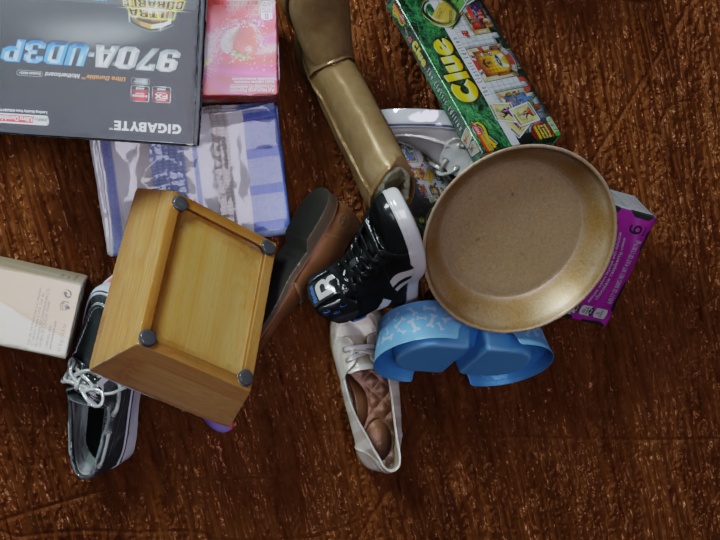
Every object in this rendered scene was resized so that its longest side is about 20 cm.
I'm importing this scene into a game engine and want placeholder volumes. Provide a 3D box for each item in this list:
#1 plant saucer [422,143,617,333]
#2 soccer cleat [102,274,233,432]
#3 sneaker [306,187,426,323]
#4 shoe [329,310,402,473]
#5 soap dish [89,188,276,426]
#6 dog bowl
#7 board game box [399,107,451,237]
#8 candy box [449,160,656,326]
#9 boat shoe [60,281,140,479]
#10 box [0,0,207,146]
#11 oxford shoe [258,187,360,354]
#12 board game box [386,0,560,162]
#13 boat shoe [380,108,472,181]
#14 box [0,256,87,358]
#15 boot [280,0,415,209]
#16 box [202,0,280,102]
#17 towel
[{"bbox_3d":[0.153,-0.034,1.094,0.199,0.035,0.201,-5,116,-11],"label":"plant saucer"},{"bbox_3d":[-0.193,0.082,1.138,0.076,0.067,0.201,-25,95,-19],"label":"soccer cleat"},{"bbox_3d":[0.000,0.000,1.079,0.111,0.200,0.073,-22,65,-8],"label":"sneaker"},{"bbox_3d":[0.013,0.121,1.187,0.070,0.053,0.201,-12,97,-9],"label":"shoe"},{"bbox_3d":[-0.164,0.030,1.073,0.157,0.081,0.201,28,55,-32],"label":"soap dish"},{"bbox_3d":[0.106,0.076,1.166,0.199,0.112,0.050,5,60,-23],"label":"dog bowl"},{"bbox_3d":[0.109,-0.068,1.204,0.105,0.023,0.200,-37,100,-8],"label":"board game box"},{"bbox_3d":[0.190,-0.030,1.160,0.199,0.061,0.137,12,113,-18],"label":"candy box"},{"bbox_3d":[-0.263,0.112,1.104,0.073,0.068,0.200,20,112,21],"label":"boat shoe"},{"bbox_3d":[-0.243,-0.199,1.014,0.199,0.046,0.160,4,95,-4],"label":"box"},{"bbox_3d":[-0.066,0.016,1.160,0.071,0.071,0.200,33,94,-35],"label":"oxford shoe"},{"bbox_3d":[0.114,-0.204,1.126,0.104,0.023,0.201,-18,70,-28],"label":"board game box"},{"bbox_3d":[0.105,-0.126,1.156,0.199,0.071,0.070,6,90,-17],"label":"boat shoe"},{"bbox_3d":[-0.377,0.024,1.088,0.199,0.095,0.078,13,92,-13],"label":"box"},{"bbox_3d":[-0.006,-0.171,1.064,0.066,0.175,0.201,-22,66,-4],"label":"boot"},{"bbox_3d":[-0.180,-0.214,1.091,0.199,0.100,0.096,-1,95,-5],"label":"box"},{"bbox_3d":[-0.175,-0.096,1.149,0.199,0.024,0.148,-7,97,-10],"label":"towel"}]
